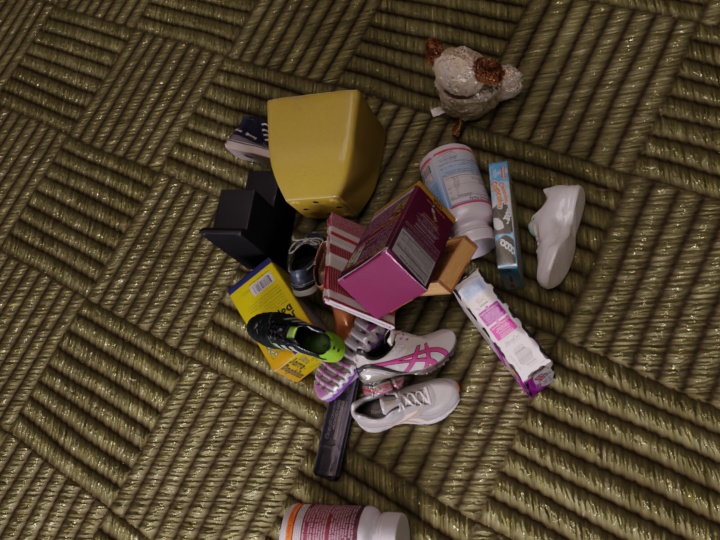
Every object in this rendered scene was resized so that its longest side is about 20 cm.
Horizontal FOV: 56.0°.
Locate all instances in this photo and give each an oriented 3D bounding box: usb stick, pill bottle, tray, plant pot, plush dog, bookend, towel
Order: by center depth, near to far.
[{"bbox_3d":[-0.024,0.449,1.124,0.198,0.114,0.115,-5,69,19],"label":"pill bottle"},{"bbox_3d":[0.000,0.000,1.200,0.023,0.143,0.201,-44,33,41],"label":"towel"},{"bbox_3d":[0.119,-0.002,1.206,0.099,0.037,0.200,-58,19,-18],"label":"tray"},{"bbox_3d":[-0.042,0.280,1.239,0.055,0.033,0.202,4,72,28],"label":"usb stick"},{"bbox_3d":[0.186,-0.127,1.264,0.108,0.109,0.202,-19,66,12],"label":"pill bottle"},{"bbox_3d":[0.197,-0.367,1.312,0.199,0.172,0.161,24,80,25],"label":"plush dog"},{"bbox_3d":[-0.071,-0.215,1.351,0.194,0.194,0.202,-1,75,20],"label":"plant pot"},{"bbox_3d":[-0.214,-0.126,1.359,0.091,0.200,0.201,2,72,20],"label":"bookend"}]

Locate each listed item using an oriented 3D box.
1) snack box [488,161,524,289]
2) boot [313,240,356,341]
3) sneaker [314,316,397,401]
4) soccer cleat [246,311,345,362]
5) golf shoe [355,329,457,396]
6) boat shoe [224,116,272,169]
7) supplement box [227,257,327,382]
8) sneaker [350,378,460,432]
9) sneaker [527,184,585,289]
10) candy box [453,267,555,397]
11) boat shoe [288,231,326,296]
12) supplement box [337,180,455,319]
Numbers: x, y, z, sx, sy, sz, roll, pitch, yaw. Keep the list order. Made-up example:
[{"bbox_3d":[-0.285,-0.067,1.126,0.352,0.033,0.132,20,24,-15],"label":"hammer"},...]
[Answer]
[{"bbox_3d":[0.262,-0.080,1.214,0.037,0.116,0.202,-7,68,17],"label":"snack box"},{"bbox_3d":[-0.041,0.055,1.253,0.073,0.155,0.202,-12,67,15],"label":"boot"},{"bbox_3d":[0.000,0.158,1.220,0.201,0.088,0.080,-52,40,-5],"label":"sneaker"},{"bbox_3d":[-0.119,0.109,1.181,0.198,0.081,0.068,14,76,23],"label":"soccer cleat"},{"bbox_3d":[0.083,0.139,1.176,0.199,0.093,0.072,-23,15,-25],"label":"golf shoe"},{"bbox_3d":[-0.207,-0.282,1.478,0.199,0.075,0.093,22,80,32],"label":"boat shoe"},{"bbox_3d":[-0.149,0.095,1.303,0.109,0.109,0.201,-38,63,3],"label":"supplement box"},{"bbox_3d":[0.076,0.234,1.179,0.198,0.092,0.076,-20,66,12],"label":"sneaker"},{"bbox_3d":[0.337,-0.061,1.215,0.088,0.075,0.201,8,68,35],"label":"sneaker"},{"bbox_3d":[0.243,0.106,1.141,0.061,0.136,0.201,-37,63,2],"label":"candy box"},{"bbox_3d":[-0.103,-0.028,1.307,0.074,0.062,0.201,-5,32,14],"label":"boat shoe"},{"bbox_3d":[0.066,-0.037,1.156,0.131,0.103,0.201,-32,21,42],"label":"supplement box"}]
